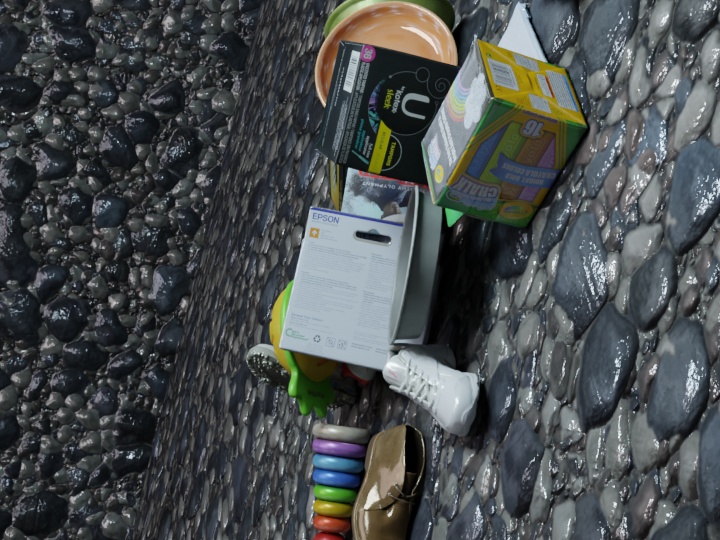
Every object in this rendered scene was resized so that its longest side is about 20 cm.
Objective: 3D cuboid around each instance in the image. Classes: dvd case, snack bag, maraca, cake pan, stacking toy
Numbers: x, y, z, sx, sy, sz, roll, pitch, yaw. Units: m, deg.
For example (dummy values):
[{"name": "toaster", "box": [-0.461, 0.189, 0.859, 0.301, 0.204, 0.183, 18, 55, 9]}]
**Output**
[{"name": "dvd case", "box": [0.052, -0.133, 1.531, 0.022, 0.145, 0.202, 12, -92, -73]}, {"name": "snack bag", "box": [0.180, -0.220, 1.431, 0.189, 0.021, 0.201, -97, 27, -50]}, {"name": "maraca", "box": [-0.073, 0.109, 1.598, 0.106, 0.137, 0.202, -13, 74, 31]}, {"name": "cake pan", "box": [0.068, -0.004, 1.384, 0.200, 0.036, 0.202, -171, 90, -88]}, {"name": "stacking toy", "box": [-0.040, 0.324, 1.603, 0.085, 0.085, 0.202, 167, 112, -70]}]

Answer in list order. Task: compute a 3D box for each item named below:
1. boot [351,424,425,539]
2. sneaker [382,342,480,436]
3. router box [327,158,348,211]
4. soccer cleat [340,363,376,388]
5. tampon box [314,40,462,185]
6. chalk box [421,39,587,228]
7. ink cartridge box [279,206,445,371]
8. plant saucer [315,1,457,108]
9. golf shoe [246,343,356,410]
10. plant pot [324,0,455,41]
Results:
[{"name": "boot", "box": [0.040, 0.288, 1.405, 0.075, 0.073, 0.201, -36, 40, 49]}, {"name": "sneaker", "box": [0.077, 0.140, 1.340, 0.200, 0.099, 0.079, -138, 62, -71]}, {"name": "router box", "box": [-0.020, -0.197, 1.877, 0.157, 0.052, 0.202, -113, 21, -63]}, {"name": "soccer cleat", "box": [-0.003, 0.092, 1.694, 0.085, 0.068, 0.200, -53, 25, 21]}, {"name": "tampon box", "box": [0.064, -0.192, 1.402, 0.126, 0.198, 0.151, -134, 56, -70]}, {"name": "chalk box", "box": [0.152, -0.137, 1.289, 0.125, 0.123, 0.201, -97, 26, -46]}, {"name": "ink cartridge box", "box": [0.005, 0.029, 1.509, 0.041, 0.198, 0.202, 31, -108, -76]}, {"name": "plant saucer", "box": [0.037, -0.272, 1.527, 0.037, 0.198, 0.202, 53, -136, -67]}, {"name": "golf shoe", "box": [-0.088, 0.138, 1.696, 0.078, 0.199, 0.098, -20, 53, 42]}, {"name": "plant pot", "box": [0.056, -0.279, 1.638, 0.200, 0.198, 0.192, 133, 135, -56]}]
